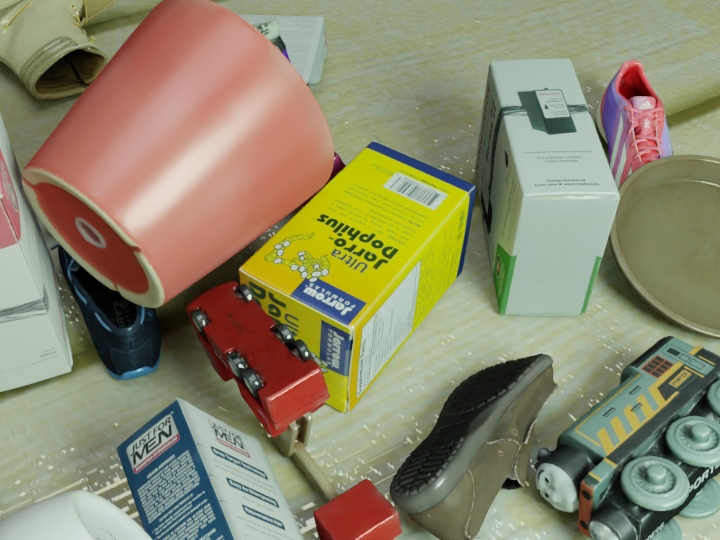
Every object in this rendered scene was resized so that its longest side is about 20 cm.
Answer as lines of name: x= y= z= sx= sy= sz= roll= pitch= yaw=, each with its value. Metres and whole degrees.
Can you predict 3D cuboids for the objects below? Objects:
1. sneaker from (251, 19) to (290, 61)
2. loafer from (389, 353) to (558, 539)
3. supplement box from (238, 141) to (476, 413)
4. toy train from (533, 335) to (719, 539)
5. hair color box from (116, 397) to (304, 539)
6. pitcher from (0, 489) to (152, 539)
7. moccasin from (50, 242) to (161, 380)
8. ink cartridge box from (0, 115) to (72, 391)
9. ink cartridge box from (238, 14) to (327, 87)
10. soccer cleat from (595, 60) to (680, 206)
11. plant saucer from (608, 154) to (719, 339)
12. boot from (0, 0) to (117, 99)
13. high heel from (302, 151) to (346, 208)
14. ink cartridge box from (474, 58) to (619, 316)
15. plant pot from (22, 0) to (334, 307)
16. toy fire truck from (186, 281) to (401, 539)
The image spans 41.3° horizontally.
sneaker: x=-0.142 y=-0.160 z=0.906 sx=0.200 sy=0.100 sz=0.070 roll=-31 pitch=25 yaw=-26
loafer: x=0.094 y=0.134 z=0.725 sx=0.073 sy=0.071 sz=0.200 roll=-19 pitch=15 yaw=47
supplement box: x=0.000 y=0.000 z=0.810 sx=0.109 sy=0.109 sz=0.200 roll=26 pitch=49 yaw=20
toy train: x=0.223 y=0.130 z=0.722 sx=0.200 sy=0.085 sz=0.114 roll=-33 pitch=43 yaw=-27
hair color box: x=-0.080 y=0.188 z=0.619 sx=0.060 sy=0.100 sz=0.200 roll=-38 pitch=51 yaw=7
pitcher: x=-0.184 y=0.243 z=0.535 sx=0.172 sy=0.121 sz=0.200 roll=42 pitch=87 yaw=14
moccasin: x=-0.212 y=0.002 z=0.824 sx=0.080 sy=0.068 sz=0.200 roll=-21 pitch=50 yaw=-22
ink cartridge box: x=-0.297 y=-0.020 z=0.749 sx=0.083 sy=0.200 sz=0.147 roll=-15 pitch=48 yaw=-13
ink cartridge box: x=-0.127 y=-0.210 z=1.050 sx=0.162 sy=0.050 sz=0.200 roll=3 pitch=49 yaw=6
soccer cleat: x=0.290 y=-0.135 z=0.986 sx=0.068 sy=0.073 sz=0.200 roll=1 pitch=46 yaw=-4
plant saucer: x=0.322 y=-0.020 z=0.880 sx=0.199 sy=0.029 sz=0.201 roll=3 pitch=58 yaw=-4
boot: x=-0.324 y=-0.276 z=1.088 sx=0.200 sy=0.073 sz=0.155 roll=-34 pitch=56 yaw=-29
high heel: x=-0.080 y=-0.120 z=0.932 sx=0.067 sy=0.096 sz=0.200 roll=-24 pitch=52 yaw=-24
ink cartridge box: x=0.161 y=-0.079 z=0.874 sx=0.083 sy=0.147 sz=0.200 roll=0 pitch=44 yaw=-2
plant pot: x=-0.149 y=-0.082 z=0.746 sx=0.200 sy=0.201 sz=0.177 roll=30 pitch=62 yaw=24
toy fire truck: x=-0.053 y=0.107 z=0.702 sx=0.049 sy=0.141 sz=0.200 roll=-29 pitch=38 yaw=-19
